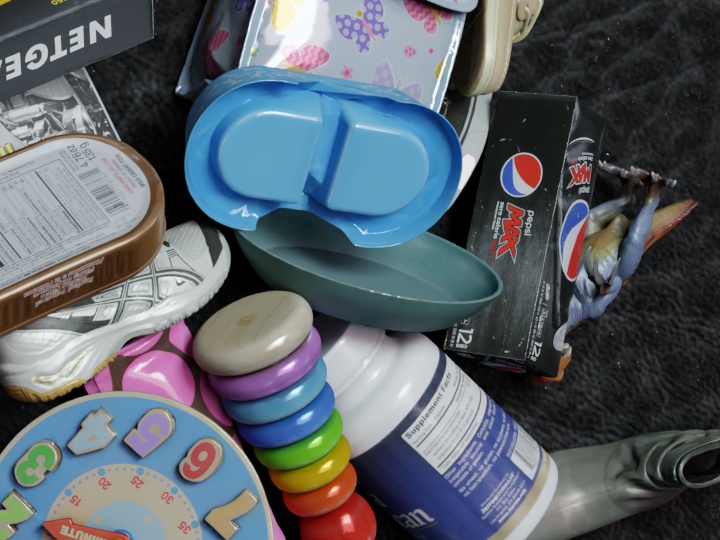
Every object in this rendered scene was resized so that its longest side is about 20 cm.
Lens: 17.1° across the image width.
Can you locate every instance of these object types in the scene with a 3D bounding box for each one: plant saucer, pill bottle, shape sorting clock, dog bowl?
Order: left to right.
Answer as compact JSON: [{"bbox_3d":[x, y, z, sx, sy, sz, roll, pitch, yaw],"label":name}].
[{"bbox_3d":[-0.156,0.179,1.566,0.199,0.039,0.201,0,94,4],"label":"shape sorting clock"},{"bbox_3d":[-0.029,-0.082,1.640,0.199,0.050,0.112,8,115,-21],"label":"dog bowl"},{"bbox_3d":[0.000,0.000,1.678,0.199,0.200,0.036,6,108,-30],"label":"plant saucer"},{"bbox_3d":[0.037,0.114,1.707,0.200,0.111,0.111,44,62,-17],"label":"pill bottle"}]

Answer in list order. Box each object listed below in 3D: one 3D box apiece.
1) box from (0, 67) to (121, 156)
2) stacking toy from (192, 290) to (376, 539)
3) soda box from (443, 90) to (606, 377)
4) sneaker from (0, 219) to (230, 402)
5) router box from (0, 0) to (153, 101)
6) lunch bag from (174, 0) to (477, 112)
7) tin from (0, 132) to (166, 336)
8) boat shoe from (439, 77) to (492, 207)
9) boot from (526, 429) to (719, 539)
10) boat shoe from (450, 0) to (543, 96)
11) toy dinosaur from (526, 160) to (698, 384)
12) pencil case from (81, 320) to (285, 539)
[{"bbox_3d":[-0.258,-0.067,1.598,0.199,0.048,0.159,-29,97,-32],"label":"box"},{"bbox_3d":[-0.042,0.118,1.625,0.085,0.085,0.201,-37,118,-31],"label":"stacking toy"},{"bbox_3d":[0.123,-0.027,1.758,0.063,0.070,0.201,27,73,-60],"label":"soda box"},{"bbox_3d":[-0.166,0.004,1.582,0.200,0.075,0.088,-38,114,-40],"label":"sneaker"},{"bbox_3d":[-0.256,-0.168,1.562,0.199,0.149,0.051,-28,135,-33],"label":"router box"},{"bbox_3d":[-0.015,-0.190,1.713,0.169,0.127,0.201,23,79,-27],"label":"lunch bag"},{"bbox_3d":[-0.217,-0.024,1.525,0.199,0.042,0.112,-26,53,-26],"label":"tin"},{"bbox_3d":[0.060,-0.132,1.794,0.063,0.071,0.201,26,57,-20],"label":"boat shoe"},{"bbox_3d":[0.205,0.153,1.789,0.199,0.130,0.068,-18,90,-32],"label":"boot"},{"bbox_3d":[0.106,-0.204,1.772,0.065,0.072,0.201,19,46,-16],"label":"boat shoe"},{"bbox_3d":[0.188,0.010,1.837,0.199,0.105,0.182,20,89,-38],"label":"toy dinosaur"},{"bbox_3d":[-0.122,0.134,1.623,0.093,0.091,0.201,-26,92,-26],"label":"pencil case"}]
